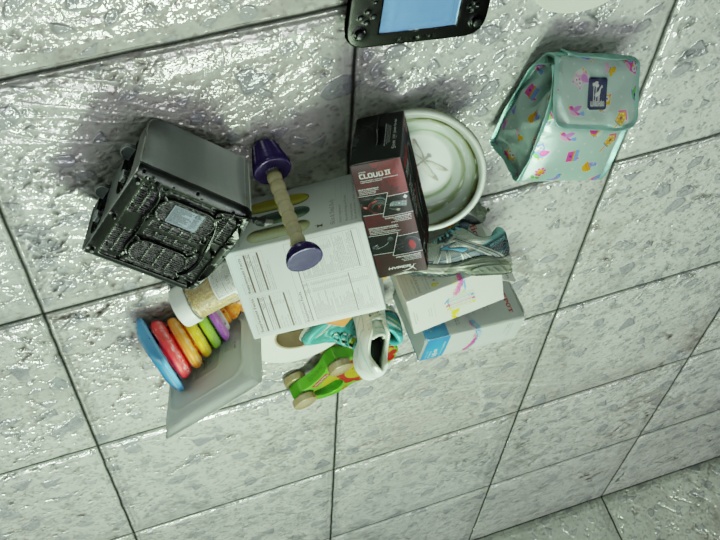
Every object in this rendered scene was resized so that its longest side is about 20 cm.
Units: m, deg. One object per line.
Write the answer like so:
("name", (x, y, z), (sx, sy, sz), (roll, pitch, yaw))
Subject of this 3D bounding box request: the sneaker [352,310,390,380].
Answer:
("sneaker", (0.021, 0.085, 1.805), (0.070, 0.203, 0.080), (-7, 175, -20))

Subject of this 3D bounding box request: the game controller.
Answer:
("game controller", (0.074, -0.335, 1.326), (0.198, 0.042, 0.105), (-11, 148, -20))

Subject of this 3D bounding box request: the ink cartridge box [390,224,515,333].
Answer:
("ink cartridge box", (0.154, -0.004, 1.817), (0.198, 0.129, 0.126), (-22, 150, -2))

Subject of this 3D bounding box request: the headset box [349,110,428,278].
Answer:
("headset box", (0.041, -0.116, 1.474), (0.074, 0.149, 0.202), (-10, 121, 10))

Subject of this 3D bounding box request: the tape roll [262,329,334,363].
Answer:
("tape roll", (-0.108, 0.096, 1.892), (0.201, 0.037, 0.204), (-17, 148, -11))

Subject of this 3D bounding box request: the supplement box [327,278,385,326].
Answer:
("supplement box", (0.000, 0.000, 1.750), (0.068, 0.067, 0.200), (14, 124, -47))

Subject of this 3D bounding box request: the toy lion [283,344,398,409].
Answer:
("toy lion", (-0.027, 0.192, 2.084), (0.191, 0.069, 0.200), (0, 144, -46))

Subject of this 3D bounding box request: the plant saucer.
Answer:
("plant saucer", (0.087, -0.155, 1.562), (0.198, 0.050, 0.202), (3, 122, 5))

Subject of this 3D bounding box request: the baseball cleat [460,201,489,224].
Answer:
("baseball cleat", (0.116, -0.112, 1.695), (0.106, 0.070, 0.199), (-33, 139, 29))

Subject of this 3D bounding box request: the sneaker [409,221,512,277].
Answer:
("sneaker", (0.145, -0.033, 1.706), (0.198, 0.087, 0.078), (-1, 177, -4))

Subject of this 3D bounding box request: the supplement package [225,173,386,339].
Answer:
("supplement package", (-0.079, -0.023, 1.531), (0.198, 0.152, 0.152), (-13, 121, 5))

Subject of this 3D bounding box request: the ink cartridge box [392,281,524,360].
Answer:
("ink cartridge box", (0.179, 0.067, 1.927), (0.198, 0.145, 0.085), (-12, 149, -17))

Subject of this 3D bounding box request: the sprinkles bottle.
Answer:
("sprinkles bottle", (-0.204, 0.015, 1.670), (0.199, 0.069, 0.068), (-28, 150, 9))

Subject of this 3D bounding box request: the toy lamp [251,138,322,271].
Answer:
("toy lamp", (-0.103, -0.095, 1.430), (0.058, 0.201, 0.058), (-18, 150, -10))

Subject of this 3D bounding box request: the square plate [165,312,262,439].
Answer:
("square plate", (-0.250, 0.162, 1.767), (0.197, 0.201, 0.028), (-32, 123, 15))

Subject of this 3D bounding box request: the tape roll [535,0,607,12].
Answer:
("tape roll", (0.295, -0.415, 1.335), (0.201, 0.037, 0.203), (-16, 150, -10))

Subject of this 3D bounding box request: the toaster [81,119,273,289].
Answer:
("toaster", (-0.246, -0.081, 1.407), (0.199, 0.119, 0.181), (22, 131, -26))

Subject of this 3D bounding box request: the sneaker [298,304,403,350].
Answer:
("sneaker", (-0.012, 0.107, 1.859), (0.198, 0.080, 0.078), (-6, 146, -26))

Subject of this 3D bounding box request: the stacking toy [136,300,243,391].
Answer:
("stacking toy", (-0.259, 0.095, 1.750), (0.199, 0.116, 0.110), (-33, 143, -10))

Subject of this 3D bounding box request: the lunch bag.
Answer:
("lunch bag", (0.312, -0.235, 1.566), (0.169, 0.123, 0.201), (-3, 136, -26))
